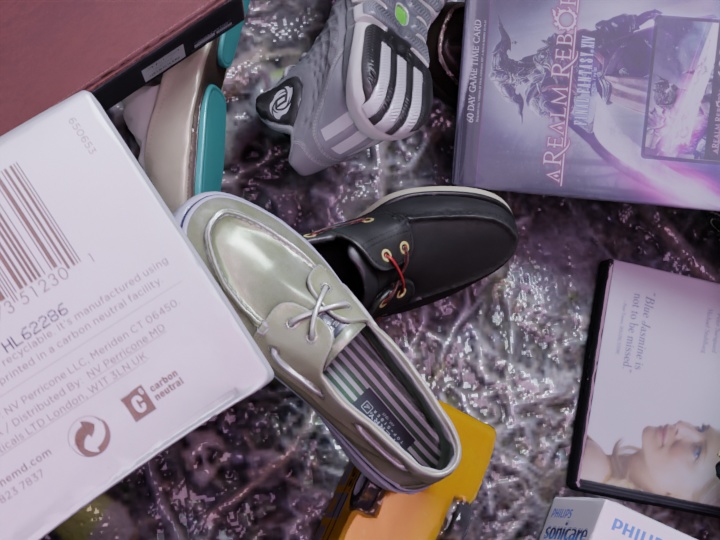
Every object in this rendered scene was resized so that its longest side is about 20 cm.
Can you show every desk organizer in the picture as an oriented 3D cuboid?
[{"bbox_3d":[-0.164,-0.114,0.871,0.200,0.072,0.077,-34,90,-3],"label":"desk organizer"}]

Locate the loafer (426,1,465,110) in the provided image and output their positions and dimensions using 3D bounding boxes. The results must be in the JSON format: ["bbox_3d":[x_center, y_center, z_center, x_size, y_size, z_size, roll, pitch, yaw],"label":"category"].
[{"bbox_3d":[0.130,-0.116,1.006,0.199,0.071,0.073,17,79,-12],"label":"loafer"}]

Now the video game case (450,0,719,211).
[{"bbox_3d":[0.156,-0.110,0.958,0.199,0.019,0.143,5,103,7],"label":"video game case"}]

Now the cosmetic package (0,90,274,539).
[{"bbox_3d":[-0.169,0.038,0.845,0.167,0.200,0.167,-34,92,-16],"label":"cosmetic package"}]

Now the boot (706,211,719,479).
[{"bbox_3d":[0.247,0.054,0.979,0.154,0.073,0.204,-50,57,2],"label":"boot"}]

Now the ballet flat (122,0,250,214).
[{"bbox_3d":[-0.102,-0.112,0.958,0.069,0.069,0.201,12,78,-12],"label":"ballet flat"}]

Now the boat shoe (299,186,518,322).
[{"bbox_3d":[0.000,0.003,0.953,0.201,0.063,0.074,-12,116,-14],"label":"boat shoe"}]

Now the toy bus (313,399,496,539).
[{"bbox_3d":[0.006,0.166,0.937,0.065,0.078,0.200,27,78,-10],"label":"toy bus"}]

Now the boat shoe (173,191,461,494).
[{"bbox_3d":[-0.018,0.033,0.873,0.200,0.062,0.072,46,66,-8],"label":"boat shoe"}]

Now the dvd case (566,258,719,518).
[{"bbox_3d":[0.231,0.082,1.035,0.199,0.018,0.143,12,80,-13],"label":"dvd case"}]

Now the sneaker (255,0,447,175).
[{"bbox_3d":[-0.014,-0.133,0.973,0.075,0.115,0.200,39,39,-26],"label":"sneaker"}]

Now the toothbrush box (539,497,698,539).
[{"bbox_3d":[0.152,0.248,0.960,0.146,0.085,0.200,24,79,-11],"label":"toothbrush box"}]
